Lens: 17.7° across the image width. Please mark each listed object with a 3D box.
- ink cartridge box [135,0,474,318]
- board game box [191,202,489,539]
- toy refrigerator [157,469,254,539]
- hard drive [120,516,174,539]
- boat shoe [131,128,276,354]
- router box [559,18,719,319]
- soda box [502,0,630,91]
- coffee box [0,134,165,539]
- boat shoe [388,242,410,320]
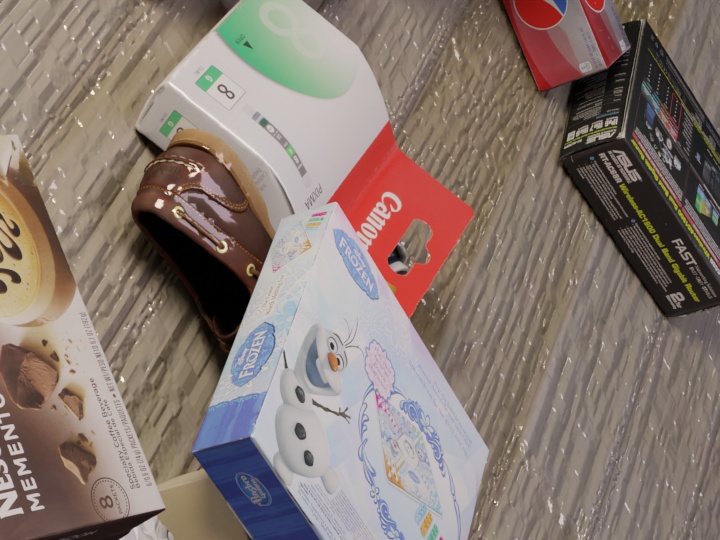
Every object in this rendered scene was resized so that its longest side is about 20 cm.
[{"bbox_3d":[-0.019,-0.074,1.403,0.200,0.050,0.161,37,36,-2],"label":"ink cartridge box"},{"bbox_3d":[-0.004,0.100,1.279,0.200,0.043,0.199,58,31,-28],"label":"board game box"},{"bbox_3d":[-0.054,0.205,1.257,0.070,0.076,0.201,-17,89,-60],"label":"toy refrigerator"},{"bbox_3d":[-0.166,0.166,1.132,0.140,0.038,0.200,53,37,-30],"label":"hard drive"},{"bbox_3d":[-0.067,0.014,1.340,0.200,0.070,0.070,53,44,-27],"label":"boat shoe"},{"bbox_3d":[0.244,-0.082,1.898,0.200,0.062,0.150,52,35,-31],"label":"router box"},{"bbox_3d":[0.139,-0.247,1.812,0.070,0.063,0.201,-39,108,-58],"label":"soda box"},{"bbox_3d":[-0.186,0.044,1.074,0.113,0.080,0.201,-6,69,-51],"label":"coffee box"},{"bbox_3d":[0.000,0.000,1.457,0.074,0.065,0.201,-17,90,-59],"label":"boat shoe"}]
